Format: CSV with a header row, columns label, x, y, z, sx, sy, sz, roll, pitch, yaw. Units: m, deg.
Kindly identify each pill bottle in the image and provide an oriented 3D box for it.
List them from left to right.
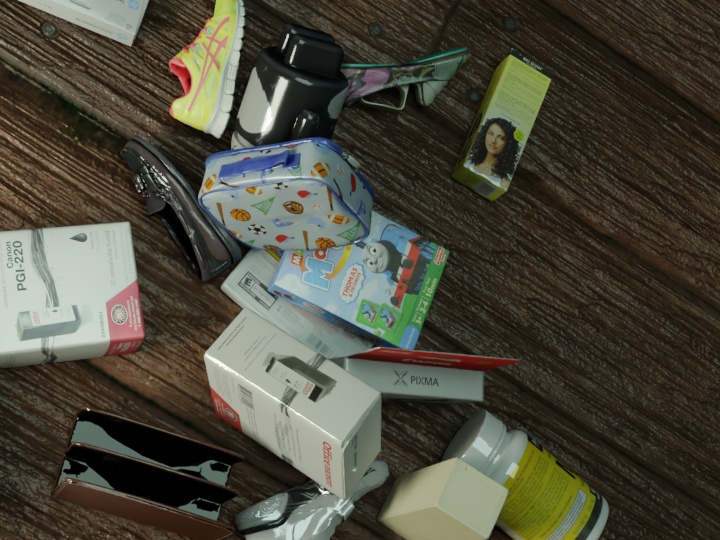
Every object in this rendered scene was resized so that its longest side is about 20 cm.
label,x,y,z,sx,sy,sz,roll,pitch,yaw
pill bottle,0.204,0.274,1.602,0.199,0.114,0.115,39,66,-7

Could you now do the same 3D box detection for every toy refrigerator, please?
label,x,y,z,sx,sy,sz,roll,pitch,yaw
toy refrigerator,0.095,0.277,1.515,0.075,0.200,0.071,32,67,-8

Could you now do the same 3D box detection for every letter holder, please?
label,x,y,z,sx,sy,sz,roll,pitch,yaw
letter holder,-0.233,0.228,1.441,0.197,0.142,0.102,19,70,-13

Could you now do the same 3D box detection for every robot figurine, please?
label,x,y,z,sx,sy,sz,roll,pitch,yaw
robot figurine,-0.089,-0.200,1.588,0.123,0.202,0.150,26,23,12

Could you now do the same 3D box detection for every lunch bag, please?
label,x,y,z,sx,sy,sz,roll,pitch,yaw
lunch bag,-0.085,-0.092,1.512,0.160,0.197,0.077,47,45,-47

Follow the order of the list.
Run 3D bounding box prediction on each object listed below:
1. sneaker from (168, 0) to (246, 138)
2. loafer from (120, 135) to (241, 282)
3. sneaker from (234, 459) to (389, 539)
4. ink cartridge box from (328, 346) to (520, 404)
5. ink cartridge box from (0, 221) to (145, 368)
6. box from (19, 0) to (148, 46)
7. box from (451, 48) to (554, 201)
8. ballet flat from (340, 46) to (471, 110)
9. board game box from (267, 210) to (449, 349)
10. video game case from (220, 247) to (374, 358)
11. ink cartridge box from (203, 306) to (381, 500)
label,x,y,z,sx,sy,sz,roll,pitch,yaw
sneaker,-0.197,-0.274,1.629,0.089,0.078,0.203,10,70,-9
loafer,-0.230,-0.074,1.567,0.063,0.072,0.200,-43,95,-20
sneaker,-0.043,0.307,1.528,0.197,0.075,0.116,-20,83,-18
ink cartridge box,0.066,0.130,1.543,0.197,0.176,0.046,7,78,-26
ink cartridge box,-0.360,0.028,1.482,0.197,0.085,0.148,-6,77,-19
box,-0.331,-0.408,1.636,0.154,0.041,0.203,20,69,-14
box,0.197,-0.202,1.765,0.074,0.050,0.202,27,68,-11
ballet flat,0.059,-0.255,1.728,0.197,0.069,0.072,-11,97,-18
board game box,0.000,0.000,1.621,0.198,0.037,0.153,26,68,-10
video game case,-0.050,0.019,1.631,0.199,0.023,0.183,40,66,-5
ink cartridge box,-0.075,0.155,1.477,0.198,0.148,0.083,31,61,19
